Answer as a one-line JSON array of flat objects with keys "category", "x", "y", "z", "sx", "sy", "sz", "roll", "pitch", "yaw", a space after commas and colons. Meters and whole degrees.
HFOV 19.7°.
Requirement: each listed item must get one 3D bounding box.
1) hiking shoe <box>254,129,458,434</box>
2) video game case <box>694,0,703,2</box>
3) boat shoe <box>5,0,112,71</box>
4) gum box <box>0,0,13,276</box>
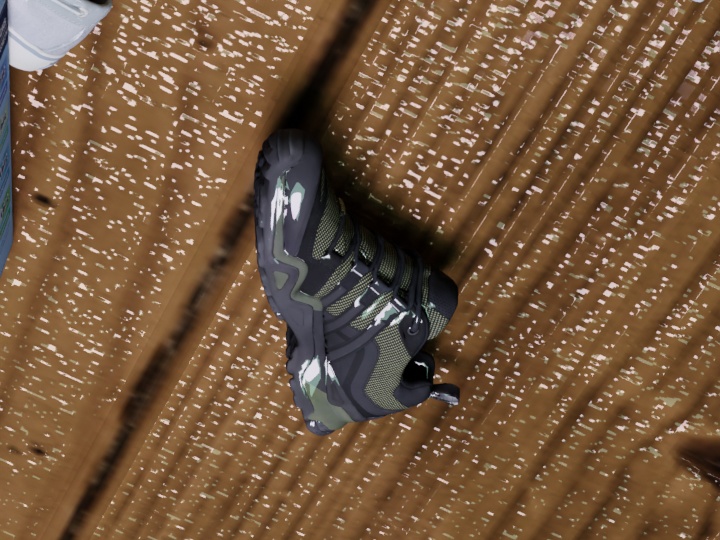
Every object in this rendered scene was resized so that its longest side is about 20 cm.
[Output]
[{"category": "hiking shoe", "x": 0.000, "y": 0.000, "z": 1.128, "sx": 0.100, "sy": 0.076, "sz": 0.201, "roll": -10, "pitch": 132, "yaw": 3}, {"category": "video game case", "x": 0.125, "y": -0.245, "z": 0.978, "sx": 0.181, "sy": 0.022, "sz": 0.201, "roll": 21, "pitch": 125, "yaw": -7}, {"category": "boat shoe", "x": -0.202, "y": -0.188, "z": 1.031, "sx": 0.071, "sy": 0.070, "sz": 0.201, "roll": -30, "pitch": 122, "yaw": 24}, {"category": "gum box", "x": -0.270, "y": -0.078, "z": 1.088, "sx": 0.169, "sy": 0.045, "sz": 0.201, "roll": 12, "pitch": 143, "yaw": 1}]
